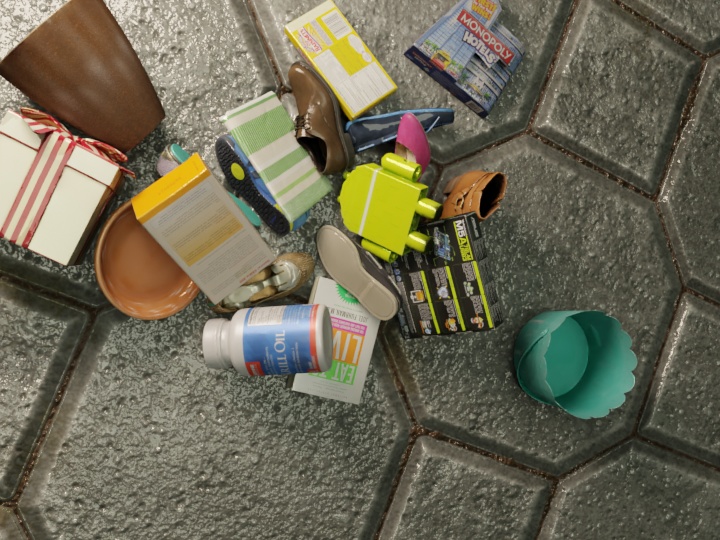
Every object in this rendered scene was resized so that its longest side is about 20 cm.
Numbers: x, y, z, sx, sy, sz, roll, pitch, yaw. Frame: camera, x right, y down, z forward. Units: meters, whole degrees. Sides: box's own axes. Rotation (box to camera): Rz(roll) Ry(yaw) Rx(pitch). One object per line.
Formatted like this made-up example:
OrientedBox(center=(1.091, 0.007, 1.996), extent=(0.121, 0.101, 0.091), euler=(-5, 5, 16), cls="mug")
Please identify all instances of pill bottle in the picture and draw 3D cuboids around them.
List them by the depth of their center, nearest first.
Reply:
OrientedBox(center=(-0.150, 0.116, 1.072), extent=(0.198, 0.112, 0.113), euler=(-5, 93, 7), cls="pill bottle")

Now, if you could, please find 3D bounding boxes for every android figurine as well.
OrientedBox(center=(0.043, -0.108, 1.120), extent=(0.041, 0.199, 0.183), euler=(-24, 133, -52), cls="android figurine")

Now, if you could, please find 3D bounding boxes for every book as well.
OrientedBox(center=(-0.041, 0.125, 1.163), extent=(0.133, 0.048, 0.201), euler=(16, 83, -17), cls="book")

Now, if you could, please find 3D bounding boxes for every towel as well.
OrientedBox(center=(-0.135, -0.193, 1.093), extent=(0.201, 0.023, 0.153), euler=(57, 37, -11), cls="towel")

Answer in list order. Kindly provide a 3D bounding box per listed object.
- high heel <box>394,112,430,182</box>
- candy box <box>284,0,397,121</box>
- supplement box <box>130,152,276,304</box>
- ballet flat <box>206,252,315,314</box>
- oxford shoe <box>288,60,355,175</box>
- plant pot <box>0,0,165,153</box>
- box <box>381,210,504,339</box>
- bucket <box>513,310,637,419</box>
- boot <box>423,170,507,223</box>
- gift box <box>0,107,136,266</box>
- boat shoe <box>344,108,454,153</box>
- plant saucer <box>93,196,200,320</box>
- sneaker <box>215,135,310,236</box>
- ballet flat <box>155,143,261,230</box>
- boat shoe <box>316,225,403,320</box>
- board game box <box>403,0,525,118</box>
OrientedBox(center=(0.065, -0.174, 1.129), extent=(0.096, 0.201, 0.067), euler=(-33, 59, -21), cls="high heel")
OrientedBox(center=(-0.034, -0.366, 1.137), extent=(0.102, 0.026, 0.201), euler=(-36, 87, -12), cls="candy box")
OrientedBox(center=(-0.239, -0.062, 1.011), extent=(0.126, 0.074, 0.200), euler=(-36, 129, -4), cls="supplement box")
OrientedBox(center=(-0.163, 0.025, 1.110), extent=(0.199, 0.065, 0.071), euler=(-26, 100, -14), cls="ballet flat")
OrientedBox(center=(-0.080, -0.259, 1.112), extent=(0.084, 0.072, 0.201), euler=(-29, 98, -41), cls="oxford shoe")
OrientedBox(center=(-0.399, -0.283, 0.989), extent=(0.187, 0.187, 0.200), euler=(-46, 117, -11), cls="plant pot")
OrientedBox(center=(0.135, 0.013, 1.140), extent=(0.047, 0.192, 0.201), euler=(-23, 99, -53), cls="box")
OrientedBox(center=(0.400, 0.171, 1.245), extent=(0.206, 0.135, 0.209), euler=(0, 90, -16), cls="bucket")
OrientedBox(center=(0.184, -0.085, 1.162), extent=(0.076, 0.155, 0.201), euler=(30, 83, -20), cls="boot")
OrientedBox(center=(-0.446, -0.120, 0.958), extent=(0.184, 0.200, 0.188), euler=(27, 82, -20), cls="gift box")
OrientedBox(center=(0.072, -0.251, 1.177), extent=(0.198, 0.084, 0.069), euler=(-9, 102, 0), cls="boat shoe")
OrientedBox(center=(-0.329, -0.023, 1.035), extent=(0.199, 0.037, 0.202), euler=(-14, 109, -46), cls="plant saucer")
OrientedBox(center=(-0.164, -0.154, 1.114), extent=(0.200, 0.066, 0.078), euler=(50, 52, -6), cls="sneaker")
OrientedBox(center=(-0.257, -0.121, 1.084), extent=(0.200, 0.072, 0.072), euler=(42, 80, -21), cls="ballet flat")
OrientedBox(center=(0.000, 0.000, 1.149), extent=(0.200, 0.063, 0.073), euler=(49, 119, 8), cls="boat shoe")
OrientedBox(center=(0.216, -0.427, 1.215), extent=(0.199, 0.062, 0.201), euler=(34, 83, -15), cls="board game box")
